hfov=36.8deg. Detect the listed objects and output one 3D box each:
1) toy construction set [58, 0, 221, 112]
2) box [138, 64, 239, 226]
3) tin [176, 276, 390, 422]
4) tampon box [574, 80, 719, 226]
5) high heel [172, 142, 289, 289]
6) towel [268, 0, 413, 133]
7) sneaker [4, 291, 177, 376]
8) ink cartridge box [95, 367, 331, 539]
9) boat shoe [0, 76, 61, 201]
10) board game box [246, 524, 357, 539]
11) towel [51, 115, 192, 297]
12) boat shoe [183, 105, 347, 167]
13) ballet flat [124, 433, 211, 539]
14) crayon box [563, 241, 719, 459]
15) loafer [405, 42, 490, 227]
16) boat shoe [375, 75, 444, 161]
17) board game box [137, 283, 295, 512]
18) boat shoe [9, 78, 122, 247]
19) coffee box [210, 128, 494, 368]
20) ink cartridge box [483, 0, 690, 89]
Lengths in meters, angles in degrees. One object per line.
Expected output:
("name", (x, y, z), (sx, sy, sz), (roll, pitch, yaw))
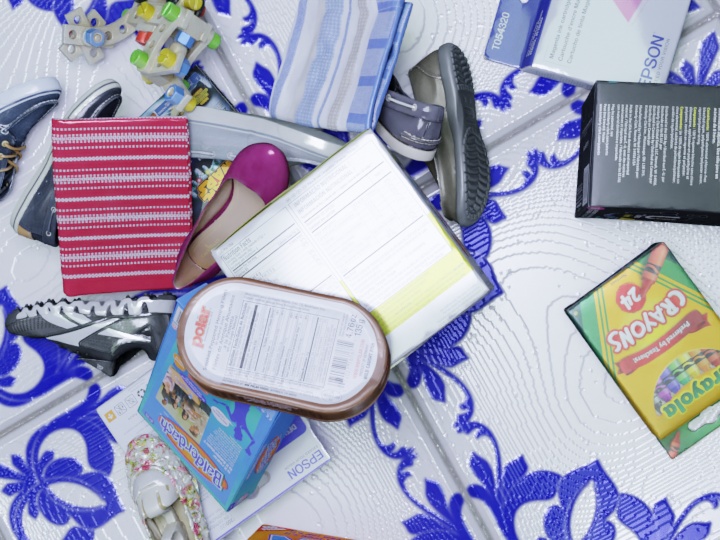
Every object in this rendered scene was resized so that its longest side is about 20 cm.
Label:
("toy construction set", (-0.234, -0.255, 1.185), (0.199, 0.092, 0.132), (21, 86, 32))
("box", (-0.211, -0.113, 1.220), (0.200, 0.040, 0.137), (-42, 86, 4))
("tin", (-0.071, 0.069, 0.987), (0.198, 0.042, 0.113), (11, 69, 7))
("tampon box", (0.327, -0.114, 1.102), (0.198, 0.150, 0.127), (4, 89, 7))
("high heel", (-0.134, -0.050, 1.107), (0.067, 0.200, 0.096), (34, 52, -1))
("towel", (-0.028, -0.222, 1.144), (0.024, 0.200, 0.148), (16, 92, -36))
("sneaker", (-0.303, 0.075, 1.213), (0.198, 0.066, 0.091), (-4, 86, 4))
("ink cartridge box", (-0.161, 0.181, 1.205), (0.198, 0.043, 0.201), (-35, 85, 6))
("boat shoe", (-0.409, -0.136, 1.233), (0.199, 0.071, 0.091), (-30, 87, 12))
("board game box", (-0.039, 0.394, 1.108), (0.198, 0.200, 0.201), (8, 90, 6))
("towel", (-0.252, -0.067, 1.158), (0.143, 0.023, 0.201), (-4, 113, -15))
("boat shoe", (-0.104, -0.125, 1.145), (0.200, 0.070, 0.072), (15, 101, 26))
("ballet flat", (-0.202, 0.270, 1.159), (0.075, 0.064, 0.201), (-27, 86, 9))
("crayon box", (0.326, 0.086, 1.148), (0.127, 0.051, 0.201), (-36, 86, 4))
("loafer", (0.092, -0.143, 1.178), (0.069, 0.075, 0.202), (-11, 78, 29))
("boat shoe", (0.027, -0.192, 1.140), (0.200, 0.072, 0.063), (52, 130, 40))
("board game box", (-0.144, 0.132, 1.090), (0.152, 0.045, 0.200), (45, 137, 15))
("boat shoe", (-0.307, -0.114, 1.177), (0.062, 0.075, 0.201), (32, 96, 7))
("coffee box", (0.000, 0.000, 1.113), (0.200, 0.200, 0.198), (-37, 85, 6))
("ink cartridge box", (0.254, -0.299, 1.170), (0.199, 0.043, 0.198), (16, 91, 5))
